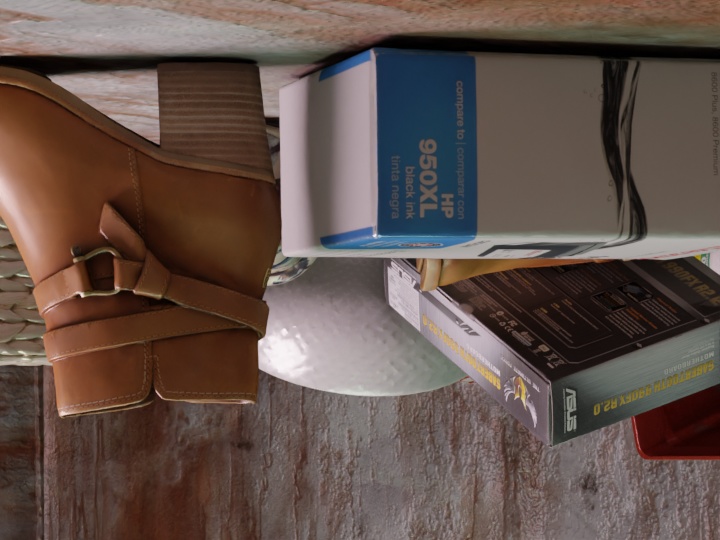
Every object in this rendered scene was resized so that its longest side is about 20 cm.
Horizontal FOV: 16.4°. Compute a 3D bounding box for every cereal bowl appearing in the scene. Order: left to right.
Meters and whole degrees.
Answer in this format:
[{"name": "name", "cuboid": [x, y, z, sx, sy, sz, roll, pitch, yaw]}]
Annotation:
[{"name": "cereal bowl", "cuboid": [0.000, 0.000, 1.689, 0.198, 0.084, 0.200, 5, -153, -3]}]

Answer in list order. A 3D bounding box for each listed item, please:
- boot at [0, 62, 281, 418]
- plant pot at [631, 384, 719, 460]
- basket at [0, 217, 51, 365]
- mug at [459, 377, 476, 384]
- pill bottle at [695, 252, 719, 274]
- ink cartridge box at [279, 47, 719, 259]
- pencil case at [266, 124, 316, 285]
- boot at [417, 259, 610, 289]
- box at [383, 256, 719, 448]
[{"name": "boot", "cuboid": [-0.135, -0.012, 1.113, 0.198, 0.156, 0.074, -1, 177, 10]}, {"name": "plant pot", "cuboid": [0.375, 0.063, 2.366, 0.175, 0.201, 0.199, -13, -176, -37]}, {"name": "basket", "cuboid": [-0.187, -0.002, 1.553, 0.199, 0.124, 0.135, 1, 178, -34]}, {"name": "mug", "cuboid": [0.061, 0.054, 2.569, 0.198, 0.135, 0.177, 3, 174, -12]}, {"name": "pill bottle", "cuboid": [0.282, 0.002, 1.824, 0.112, 0.114, 0.200, 0, 177, -9]}, {"name": "ink cartridge box", "cuboid": [0.077, -0.049, 1.131, 0.199, 0.085, 0.145, 0, 177, -18]}, {"name": "pencil case", "cuboid": [-0.058, -0.035, 1.410, 0.089, 0.078, 0.200, 19, 177, 3]}, {"name": "boot", "cuboid": [0.114, -0.033, 1.461, 0.154, 0.074, 0.200, 0, -171, 12]}, {"name": "box", "cuboid": [0.129, 0.021, 1.556, 0.158, 0.049, 0.200, -18, -146, -24]}]
